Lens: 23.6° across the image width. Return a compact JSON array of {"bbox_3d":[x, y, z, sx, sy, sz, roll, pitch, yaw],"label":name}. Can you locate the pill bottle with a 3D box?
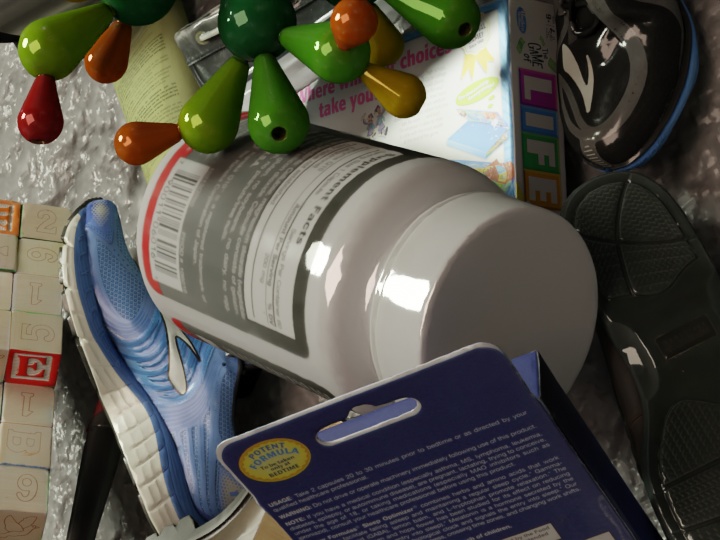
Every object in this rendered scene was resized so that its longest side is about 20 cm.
[{"bbox_3d":[0.000,0.000,0.744,0.200,0.114,0.114,20,99,49],"label":"pill bottle"}]

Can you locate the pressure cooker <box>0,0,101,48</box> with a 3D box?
[{"bbox_3d":[-0.189,-0.227,0.982,0.200,0.179,0.176,-20,63,41],"label":"pressure cooker"}]

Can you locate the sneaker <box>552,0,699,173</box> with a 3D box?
[{"bbox_3d":[0.098,-0.141,0.751,0.071,0.083,0.200,-7,83,46],"label":"sneaker"}]

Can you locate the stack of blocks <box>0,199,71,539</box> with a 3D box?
[{"bbox_3d":[-0.205,0.070,0.976,0.115,0.059,0.200,111,161,-44],"label":"stack of blocks"}]

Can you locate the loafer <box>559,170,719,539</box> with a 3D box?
[{"bbox_3d":[0.139,0.054,0.715,0.072,0.063,0.200,-19,68,-1],"label":"loafer"}]

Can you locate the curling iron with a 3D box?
[{"bbox_3d":[-0.150,0.081,0.969,0.026,0.050,0.200,118,157,-59],"label":"curling iron"}]

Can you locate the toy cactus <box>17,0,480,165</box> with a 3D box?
[{"bbox_3d":[-0.053,-0.130,0.739,0.200,0.102,0.165,-10,70,1],"label":"toy cactus"}]

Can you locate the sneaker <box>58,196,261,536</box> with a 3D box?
[{"bbox_3d":[-0.102,0.050,0.932,0.079,0.089,0.200,107,139,-78],"label":"sneaker"}]

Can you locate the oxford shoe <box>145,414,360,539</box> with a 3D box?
[{"bbox_3d":[-0.035,0.142,0.838,0.200,0.073,0.084,-40,33,24],"label":"oxford shoe"}]

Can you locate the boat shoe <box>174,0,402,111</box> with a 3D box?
[{"bbox_3d":[-0.012,-0.142,0.812,0.200,0.072,0.071,-36,100,24],"label":"boat shoe"}]

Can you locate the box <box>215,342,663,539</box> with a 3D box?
[{"bbox_3d":[0.045,0.102,0.673,0.121,0.200,0.032,-22,37,20],"label":"box"}]

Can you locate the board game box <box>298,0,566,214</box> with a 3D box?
[{"bbox_3d":[0.017,-0.044,0.846,0.200,0.034,0.135,-12,77,49],"label":"board game box"}]

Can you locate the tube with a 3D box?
[{"bbox_3d":[-0.105,-0.086,0.980,0.058,0.052,0.200,-20,52,-4],"label":"tube"}]

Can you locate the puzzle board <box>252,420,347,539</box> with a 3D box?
[{"bbox_3d":[0.037,0.171,0.766,0.200,0.017,0.151,27,103,15],"label":"puzzle board"}]
